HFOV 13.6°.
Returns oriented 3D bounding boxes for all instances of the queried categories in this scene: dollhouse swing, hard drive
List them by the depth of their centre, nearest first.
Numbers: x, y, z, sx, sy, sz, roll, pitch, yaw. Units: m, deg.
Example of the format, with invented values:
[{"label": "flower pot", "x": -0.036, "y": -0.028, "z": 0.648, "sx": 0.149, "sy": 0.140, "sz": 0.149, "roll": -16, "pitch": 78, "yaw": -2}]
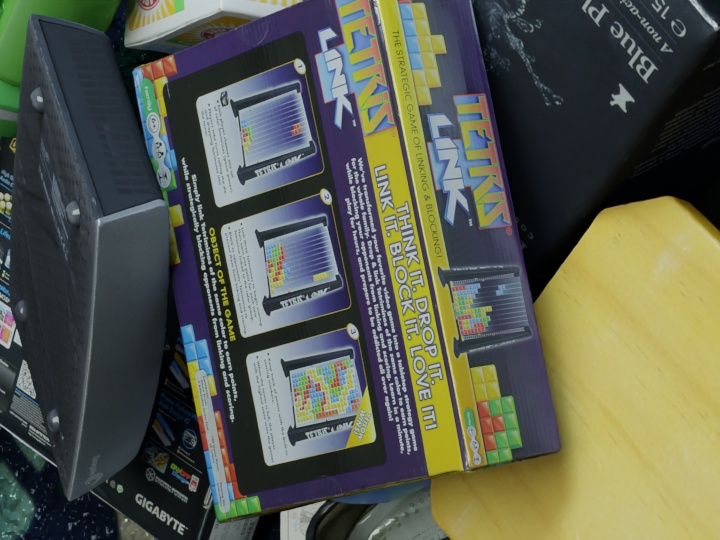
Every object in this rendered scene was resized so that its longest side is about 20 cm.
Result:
[{"label": "dollhouse swing", "x": 0.162, "y": 0.097, "z": 1.222, "sx": 0.200, "sy": 0.181, "sz": 0.176, "roll": -55, "pitch": 39, "yaw": 16}, {"label": "hard drive", "x": -0.123, "y": -0.005, "z": 1.338, "sx": 0.200, "sy": 0.042, "sz": 0.135, "roll": 102, "pitch": 154, "yaw": -50}]

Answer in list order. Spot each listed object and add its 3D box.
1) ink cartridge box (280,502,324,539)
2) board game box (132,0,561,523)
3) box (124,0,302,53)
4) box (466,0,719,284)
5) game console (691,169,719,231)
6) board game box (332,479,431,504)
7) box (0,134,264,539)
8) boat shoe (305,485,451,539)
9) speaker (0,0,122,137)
[{"label": "ink cartridge box", "x": 0.036, "y": 0.144, "z": 1.375, "sx": 0.160, "sy": 0.050, "sz": 0.201, "roll": -18, "pitch": 54, "yaw": 29}, {"label": "board game box", "x": -0.009, "y": -0.008, "z": 1.235, "sx": 0.165, "sy": 0.057, "sz": 0.201, "roll": -15, "pitch": 84, "yaw": 47}, {"label": "box", "x": -0.038, "y": -0.200, "z": 1.412, "sx": 0.101, "sy": 0.112, "sz": 0.201, "roll": -11, "pitch": 75, "yaw": 59}, {"label": "box", "x": 0.085, "y": -0.136, "z": 1.237, "sx": 0.197, "sy": 0.117, "sz": 0.200, "roll": 52, "pitch": 147, "yaw": 14}, {"label": "game console", "x": 0.205, "y": 0.042, "z": 1.281, "sx": 0.200, "sy": 0.031, "sz": 0.177, "roll": 33, "pitch": 100, "yaw": 32}, {"label": "board game box", "x": 0.000, "y": 0.000, "z": 1.312, "sx": 0.158, "sy": 0.039, "sz": 0.201, "roll": 9, "pitch": 106, "yaw": 42}, {"label": "box", "x": -0.112, "y": 0.024, "z": 1.455, "sx": 0.200, "sy": 0.046, "sz": 0.160, "roll": 31, "pitch": 113, "yaw": 35}, {"label": "boat shoe", "x": 0.065, "y": 0.088, "z": 1.306, "sx": 0.200, "sy": 0.060, "sz": 0.076, "roll": -37, "pitch": 52, "yaw": 20}, {"label": "speaker", "x": -0.139, "y": -0.156, "z": 1.383, "sx": 0.089, "sy": 0.088, "sz": 0.200, "roll": 55, "pitch": 134, "yaw": 27}]
